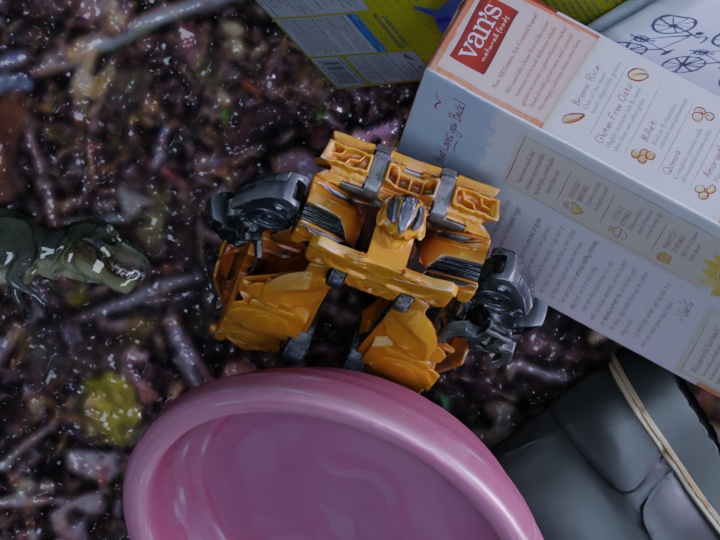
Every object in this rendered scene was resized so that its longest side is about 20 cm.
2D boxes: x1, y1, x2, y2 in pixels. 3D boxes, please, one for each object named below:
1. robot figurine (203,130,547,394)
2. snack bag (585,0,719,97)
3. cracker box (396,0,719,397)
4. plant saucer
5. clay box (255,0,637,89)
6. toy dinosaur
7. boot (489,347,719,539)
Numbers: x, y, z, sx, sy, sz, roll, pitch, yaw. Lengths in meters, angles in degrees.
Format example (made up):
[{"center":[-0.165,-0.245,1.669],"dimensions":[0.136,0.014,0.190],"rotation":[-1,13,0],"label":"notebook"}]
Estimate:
[{"center":[0.000,0.000,1.070],"dimensions":[0.145,0.200,0.058],"rotation":[20,69,-6],"label":"robot figurine"},{"center":[0.192,-0.079,1.053],"dimensions":[0.200,0.188,0.021],"rotation":[16,67,-27],"label":"snack bag"},{"center":[0.113,-0.026,1.049],"dimensions":[0.200,0.134,0.058],"rotation":[28,65,3],"label":"cracker box"},{"center":[-0.006,0.116,1.127],"dimensions":[0.200,0.051,0.201],"rotation":[14,133,16],"label":"plant saucer"},{"center":[0.062,-0.126,1.054],"dimensions":[0.199,0.115,0.048],"rotation":[-5,68,21],"label":"clay box"},{"center":[-0.198,0.005,1.144],"dimensions":[0.199,0.047,0.088],"rotation":[11,86,-3],"label":"toy dinosaur"},{"center":[0.125,0.149,1.170],"dimensions":[0.138,0.077,0.200],"rotation":[-30,87,9],"label":"boot"}]
